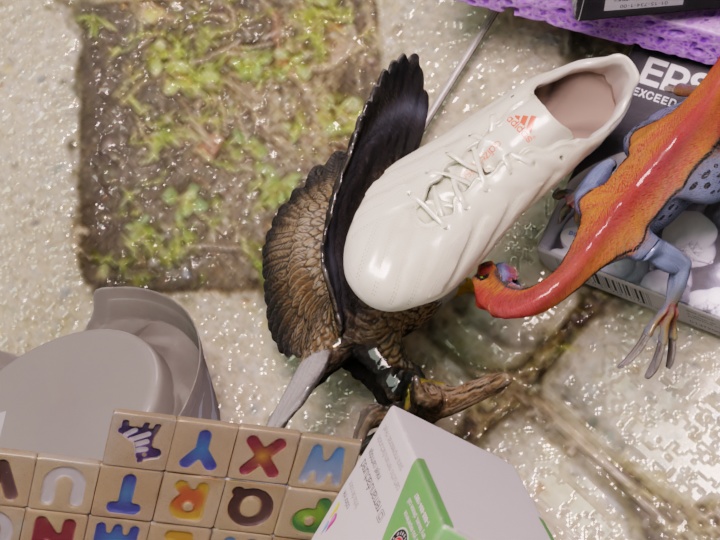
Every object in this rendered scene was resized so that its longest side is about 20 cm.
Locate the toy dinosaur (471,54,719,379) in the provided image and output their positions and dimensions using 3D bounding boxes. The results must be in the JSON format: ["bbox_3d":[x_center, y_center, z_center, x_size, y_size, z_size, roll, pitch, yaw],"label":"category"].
[{"bbox_3d":[0.135,-0.047,0.957,0.105,0.201,0.181,33,48,32],"label":"toy dinosaur"}]

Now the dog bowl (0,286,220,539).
[{"bbox_3d":[-0.170,0.099,1.058,0.199,0.059,0.200,-18,36,14],"label":"dog bowl"}]

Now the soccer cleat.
[{"bbox_3d":[0.067,-0.053,0.949,0.200,0.078,0.069,-40,88,-31],"label":"soccer cleat"}]

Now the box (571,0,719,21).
[{"bbox_3d":[0.206,-0.226,1.003,0.199,0.132,0.115,-5,49,-7],"label":"box"}]

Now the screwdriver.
[{"bbox_3d":[0.079,-0.156,1.119,0.028,0.029,0.200,30,79,24],"label":"screwdriver"}]

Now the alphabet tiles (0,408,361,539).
[{"bbox_3d":[-0.114,0.146,0.981,0.199,0.168,0.008,8,29,-15],"label":"alphabet tiles"}]

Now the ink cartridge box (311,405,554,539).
[{"bbox_3d":[0.011,0.193,0.929,0.084,0.145,0.200,27,103,-17],"label":"ink cartridge box"}]

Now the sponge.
[{"bbox_3d":[0.150,-0.183,1.070,0.199,0.030,0.112,16,54,12],"label":"sponge"}]

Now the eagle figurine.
[{"bbox_3d":[0.004,0.000,1.046,0.151,0.151,0.201,-25,77,20],"label":"eagle figurine"}]

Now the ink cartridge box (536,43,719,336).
[{"bbox_3d":[0.230,-0.059,1.034,0.198,0.043,0.201,22,79,24],"label":"ink cartridge box"}]
